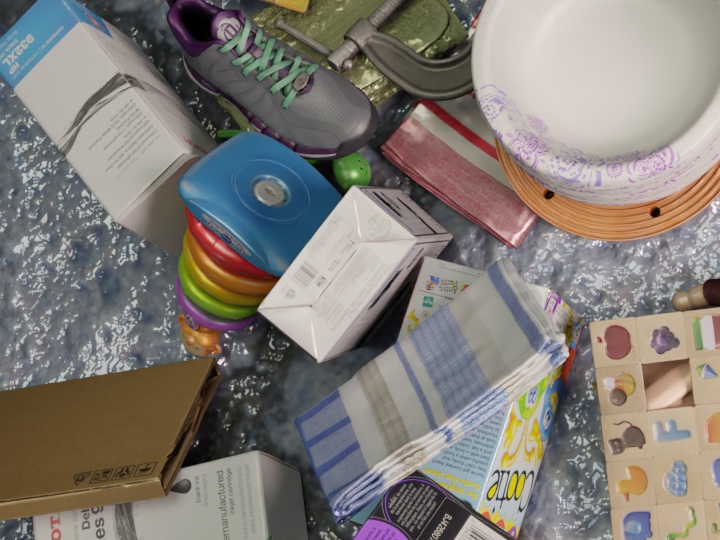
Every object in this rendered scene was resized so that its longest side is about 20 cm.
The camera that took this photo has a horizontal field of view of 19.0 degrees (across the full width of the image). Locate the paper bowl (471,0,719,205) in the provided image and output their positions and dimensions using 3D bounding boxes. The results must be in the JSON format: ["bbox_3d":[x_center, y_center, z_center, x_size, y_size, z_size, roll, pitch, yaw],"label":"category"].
[{"bbox_3d":[0.187,-0.146,1.566,0.200,0.104,0.202,-4,76,17],"label":"paper bowl"}]

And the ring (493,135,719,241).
[{"bbox_3d":[0.198,-0.118,1.621,0.199,0.019,0.201,-4,77,17],"label":"ring"}]

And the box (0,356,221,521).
[{"bbox_3d":[-0.220,0.133,1.682,0.199,0.021,0.164,-10,29,20],"label":"box"}]

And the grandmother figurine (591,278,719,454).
[{"bbox_3d":[0.269,0.053,1.538,0.200,0.061,0.121,-41,73,10],"label":"grandmother figurine"}]

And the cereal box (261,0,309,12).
[{"bbox_3d":[-0.101,-0.300,1.756,0.200,0.039,0.145,23,98,43],"label":"cereal box"}]

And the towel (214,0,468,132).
[{"bbox_3d":[-0.026,-0.178,1.713,0.200,0.037,0.149,-36,54,1],"label":"towel"}]

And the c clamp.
[{"bbox_3d":[0.057,-0.213,1.667,0.200,0.027,0.171,-41,59,-11],"label":"c clamp"}]

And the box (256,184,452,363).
[{"bbox_3d":[0.000,0.000,1.577,0.060,0.200,0.117,39,96,6],"label":"box"}]

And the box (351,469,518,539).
[{"bbox_3d":[0.016,0.253,1.484,0.106,0.122,0.200,35,135,7],"label":"box"}]

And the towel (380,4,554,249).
[{"bbox_3d":[0.124,-0.134,1.670,0.144,0.023,0.200,36,91,26],"label":"towel"}]

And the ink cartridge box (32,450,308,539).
[{"bbox_3d":[-0.143,0.234,1.641,0.199,0.084,0.147,-15,70,19],"label":"ink cartridge box"}]

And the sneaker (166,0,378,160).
[{"bbox_3d":[-0.077,-0.151,1.643,0.200,0.088,0.075,28,75,34],"label":"sneaker"}]

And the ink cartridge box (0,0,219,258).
[{"bbox_3d":[-0.187,-0.113,1.724,0.084,0.145,0.200,-43,64,7],"label":"ink cartridge box"}]

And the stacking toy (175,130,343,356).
[{"bbox_3d":[-0.102,0.002,1.656,0.116,0.110,0.200,40,136,9],"label":"stacking toy"}]

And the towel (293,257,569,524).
[{"bbox_3d":[0.045,0.078,1.481,0.200,0.024,0.147,-37,27,6],"label":"towel"}]

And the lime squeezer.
[{"bbox_3d":[-0.032,-0.078,1.718,0.200,0.038,0.071,43,126,26],"label":"lime squeezer"}]

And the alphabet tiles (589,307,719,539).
[{"bbox_3d":[0.254,0.126,1.511,0.166,0.008,0.201,-6,90,10],"label":"alphabet tiles"}]

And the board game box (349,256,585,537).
[{"bbox_3d":[0.077,0.108,1.575,0.104,0.103,0.201,15,81,24],"label":"board game box"}]
